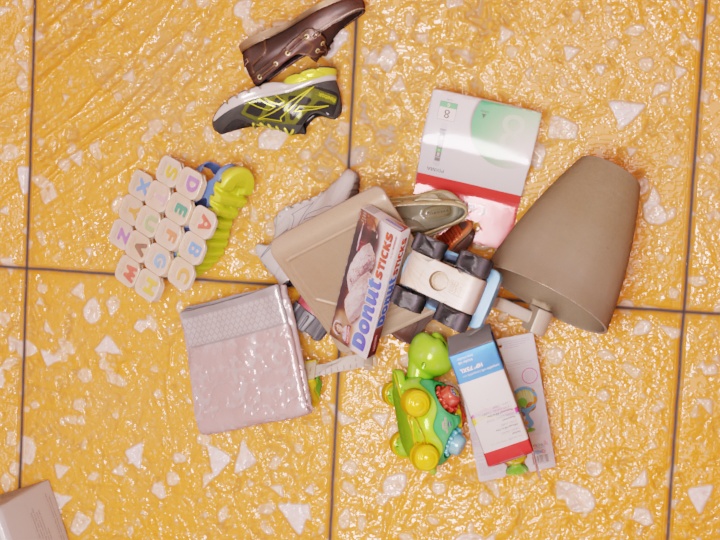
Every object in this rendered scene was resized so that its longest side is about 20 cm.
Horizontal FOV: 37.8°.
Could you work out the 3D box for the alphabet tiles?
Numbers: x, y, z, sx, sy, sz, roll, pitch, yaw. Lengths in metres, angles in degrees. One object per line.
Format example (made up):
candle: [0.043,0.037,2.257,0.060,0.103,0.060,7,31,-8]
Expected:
alphabet tiles: [-0.292,-0.062,1.533,0.195,0.015,0.202,30,99,34]

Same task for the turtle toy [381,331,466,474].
turtle toy: [0.095,0.189,1.493,0.100,0.146,0.203,-9,93,-14]

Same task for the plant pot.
plant pot: [0.295,-0.048,1.437,0.186,0.187,0.202,28,83,5]

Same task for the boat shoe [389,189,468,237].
boat shoe: [0.051,-0.065,1.470,0.198,0.063,0.074,-12,103,-8]

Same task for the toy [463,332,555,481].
toy: [0.207,0.194,1.515,0.113,0.047,0.203,-11,97,2]

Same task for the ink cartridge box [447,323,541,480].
ink cartridge box: [0.181,0.185,1.431,0.066,0.116,0.202,-19,97,7]

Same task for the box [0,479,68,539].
box: [-0.552,0.449,1.564,0.197,0.171,0.202,-18,91,8]

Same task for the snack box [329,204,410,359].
snack box: [0.011,0.017,1.410,0.071,0.024,0.202,32,123,28]

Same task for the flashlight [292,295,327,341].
flashlight: [-0.027,0.005,1.528,0.201,0.068,0.068,-53,49,3]

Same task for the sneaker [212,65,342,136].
sneaker: [-0.118,-0.228,1.518,0.198,0.074,0.086,-20,91,8]

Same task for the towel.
towel: [-0.171,0.130,1.525,0.198,0.032,0.194,-15,85,30]

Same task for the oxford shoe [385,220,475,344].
oxford shoe: [0.109,0.018,1.515,0.073,0.071,0.201,35,104,-13]

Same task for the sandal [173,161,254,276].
sandal: [-0.231,-0.079,1.550,0.087,0.079,0.201,40,104,34]

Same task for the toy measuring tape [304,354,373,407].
toy measuring tape: [-0.058,0.164,1.525,0.198,0.073,0.075,-15,91,25]

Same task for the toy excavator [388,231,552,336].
toy excavator: [0.156,0.030,1.416,0.193,0.200,0.101,24,95,18]

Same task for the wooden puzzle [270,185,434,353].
wooden puzzle: [0.000,0.000,1.456,0.183,0.037,0.201,-26,113,18]

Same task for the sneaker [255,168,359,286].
sneaker: [-0.077,-0.072,1.526,0.087,0.074,0.201,41,96,9]

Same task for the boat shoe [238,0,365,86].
boat shoe: [-0.077,-0.330,1.511,0.198,0.070,0.071,-24,83,16]

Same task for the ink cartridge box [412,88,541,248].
ink cartridge box: [0.158,-0.143,1.503,0.159,0.050,0.203,13,93,6]
